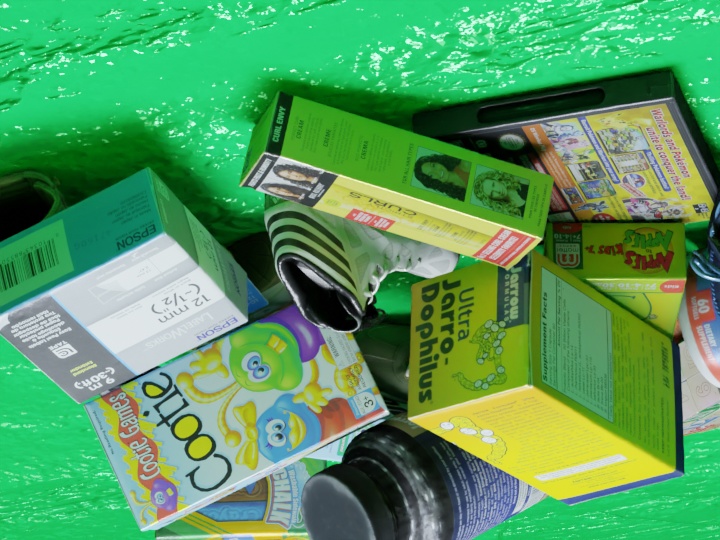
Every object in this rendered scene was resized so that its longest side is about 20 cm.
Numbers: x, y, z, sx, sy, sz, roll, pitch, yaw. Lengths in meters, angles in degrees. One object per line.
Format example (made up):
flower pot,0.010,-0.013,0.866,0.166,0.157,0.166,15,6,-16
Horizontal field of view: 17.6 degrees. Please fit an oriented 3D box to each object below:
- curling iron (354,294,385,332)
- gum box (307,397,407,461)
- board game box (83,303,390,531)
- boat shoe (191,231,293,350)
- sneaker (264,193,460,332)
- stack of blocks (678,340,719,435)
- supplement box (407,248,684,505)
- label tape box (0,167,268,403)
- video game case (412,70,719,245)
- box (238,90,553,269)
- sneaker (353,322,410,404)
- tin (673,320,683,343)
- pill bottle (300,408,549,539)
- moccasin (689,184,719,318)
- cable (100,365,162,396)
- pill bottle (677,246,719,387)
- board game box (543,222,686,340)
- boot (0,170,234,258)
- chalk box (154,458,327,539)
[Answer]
curling iron,-0.078,0.037,1.871,0.199,0.026,0.050,-3,-165,14
gum box,0.012,0.125,1.961,0.199,0.045,0.170,9,-171,-24
board game box,-0.089,0.103,1.726,0.199,0.103,0.105,-26,174,-1
boat shoe,-0.116,0.032,1.804,0.199,0.074,0.066,-19,146,36
sneaker,0.000,0.000,1.677,0.075,0.116,0.200,-19,152,37
stack of blocks,0.310,0.076,1.889,0.115,0.059,0.200,-8,162,-40
supplement box,0.136,0.080,1.684,0.109,0.109,0.200,-19,146,35
label tape box,-0.161,0.028,1.655,0.143,0.066,0.200,-26,142,10
video game case,0.151,-0.073,1.628,0.180,0.026,0.200,-8,155,17
box,0.024,-0.060,1.569,0.199,0.050,0.075,17,159,-13
sneaker,0.089,0.080,1.896,0.199,0.067,0.090,18,161,-4
tin,0.206,0.036,1.873,0.111,0.042,0.200,2,157,-16
pill bottle,0.056,0.157,1.774,0.199,0.112,0.112,-23,174,-37
moccasin,0.265,-0.024,1.619,0.080,0.068,0.201,14,138,21
cable,-0.152,0.106,1.903,0.199,0.051,0.163,29,173,-3
pill bottle,0.344,0.014,1.730,0.199,0.113,0.112,-18,152,33
board game box,0.185,0.031,1.758,0.101,0.048,0.200,0,153,1
boot,-0.197,-0.016,1.697,0.199,0.073,0.156,0,156,5
chalk box,-0.086,0.203,2.148,0.199,0.125,0.125,-1,158,1
